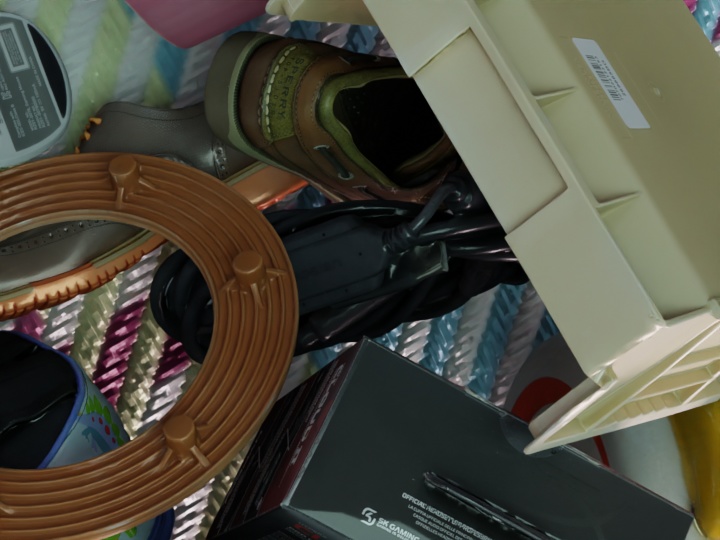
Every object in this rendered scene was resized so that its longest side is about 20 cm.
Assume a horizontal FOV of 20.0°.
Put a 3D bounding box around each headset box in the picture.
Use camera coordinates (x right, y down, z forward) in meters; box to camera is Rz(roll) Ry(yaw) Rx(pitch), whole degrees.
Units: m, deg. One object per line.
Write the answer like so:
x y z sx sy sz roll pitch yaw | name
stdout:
0.032 0.105 0.830 0.149 0.200 0.077 28 74 -7 | headset box

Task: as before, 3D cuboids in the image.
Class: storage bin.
0.085 -0.045 0.807 0.094 0.198 0.200 -37 74 29 | storage bin

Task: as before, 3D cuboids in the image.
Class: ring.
-0.124 0.024 0.825 0.200 0.201 0.019 -27 140 -12 | ring

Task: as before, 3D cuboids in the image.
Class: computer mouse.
-0.209 -0.057 0.859 0.200 0.044 0.110 -20 89 -42 | computer mouse

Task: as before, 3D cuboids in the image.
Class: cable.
0.000 0.000 0.927 0.163 0.200 0.051 -1 73 -53 | cable

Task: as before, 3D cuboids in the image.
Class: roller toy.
0.147 0.116 0.985 0.139 0.200 0.183 -3 111 -20 | roller toy

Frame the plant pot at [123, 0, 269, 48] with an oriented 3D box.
-0.040 -0.195 0.846 0.179 0.200 0.200 -36 114 9 | plant pot

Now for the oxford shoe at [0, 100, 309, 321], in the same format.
-0.118 -0.033 0.924 0.200 0.071 0.073 -27 94 -19 | oxford shoe

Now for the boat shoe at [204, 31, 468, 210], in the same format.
0.016 -0.057 0.912 0.200 0.068 0.072 6 95 -55 | boat shoe

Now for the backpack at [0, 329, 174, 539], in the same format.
-0.178 0.133 0.878 0.200 0.183 0.147 -44 121 -13 | backpack
